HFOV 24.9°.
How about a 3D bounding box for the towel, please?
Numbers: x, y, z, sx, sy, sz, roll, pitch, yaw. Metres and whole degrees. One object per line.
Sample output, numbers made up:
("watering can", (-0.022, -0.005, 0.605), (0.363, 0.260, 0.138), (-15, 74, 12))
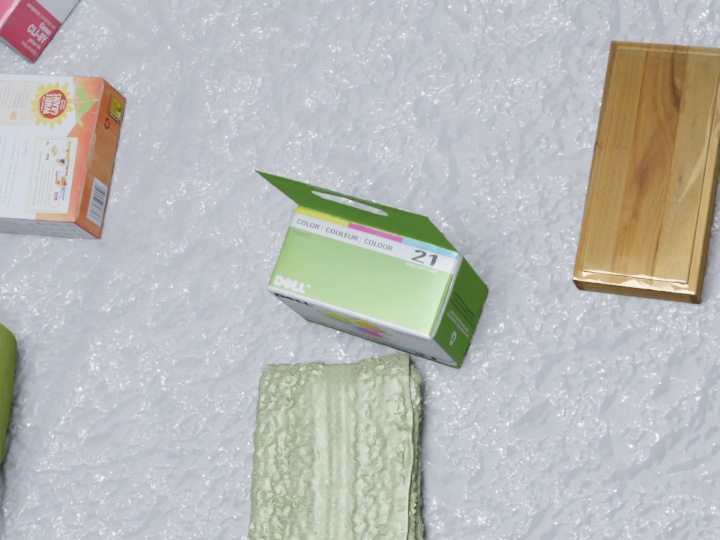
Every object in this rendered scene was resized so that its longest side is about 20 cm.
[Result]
("towel", (-0.019, 0.169, 1.304), (0.147, 0.036, 0.202), (-5, 75, 17))

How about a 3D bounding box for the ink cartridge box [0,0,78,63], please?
("ink cartridge box", (-0.306, -0.317, 1.498), (0.145, 0.083, 0.201), (35, 88, 22))

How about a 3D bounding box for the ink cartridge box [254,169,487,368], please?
("ink cartridge box", (0.000, 0.000, 1.254), (0.147, 0.200, 0.076), (17, 81, 21))

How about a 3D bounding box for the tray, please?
("tray", (0.233, -0.080, 1.294), (0.098, 0.037, 0.202), (7, 77, 18))

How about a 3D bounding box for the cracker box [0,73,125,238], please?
("cracker box", (-0.320, -0.105, 1.459), (0.198, 0.058, 0.135), (5, 76, 17))

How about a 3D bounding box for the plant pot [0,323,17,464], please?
("plant pot", (-0.370, 0.130, 1.362), (0.186, 0.187, 0.201), (13, 64, 20))
